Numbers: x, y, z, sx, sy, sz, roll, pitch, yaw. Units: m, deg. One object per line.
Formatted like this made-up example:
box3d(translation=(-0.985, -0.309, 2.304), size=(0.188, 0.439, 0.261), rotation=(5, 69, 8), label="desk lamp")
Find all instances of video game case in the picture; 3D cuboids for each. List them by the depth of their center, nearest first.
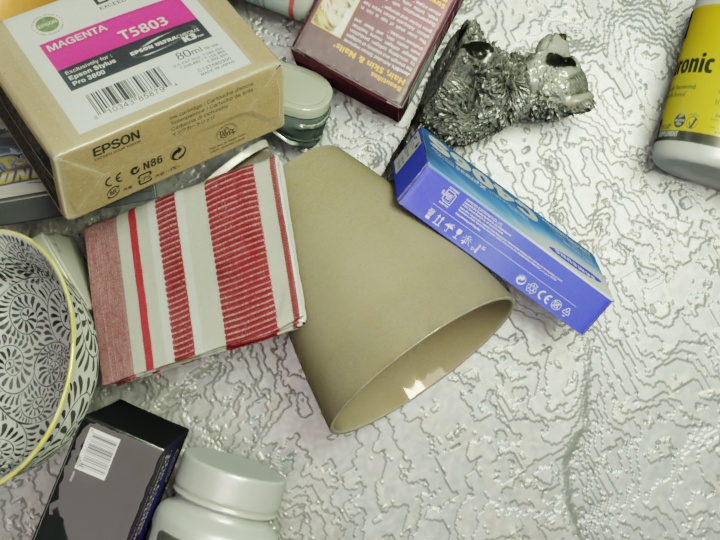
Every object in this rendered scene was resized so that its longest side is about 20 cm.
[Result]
box3d(translation=(-0.277, -0.099, 0.981), size=(0.197, 0.182, 0.026), rotation=(-10, 126, -9), label="video game case")

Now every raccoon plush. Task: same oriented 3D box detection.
box3d(translation=(0.116, -0.127, 1.038), size=(0.133, 0.097, 0.201), rotation=(27, 119, -10), label="raccoon plush")

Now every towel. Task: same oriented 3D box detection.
box3d(translation=(-0.139, 0.002, 0.965), size=(0.198, 0.023, 0.146), rotation=(-18, 73, 22), label="towel")

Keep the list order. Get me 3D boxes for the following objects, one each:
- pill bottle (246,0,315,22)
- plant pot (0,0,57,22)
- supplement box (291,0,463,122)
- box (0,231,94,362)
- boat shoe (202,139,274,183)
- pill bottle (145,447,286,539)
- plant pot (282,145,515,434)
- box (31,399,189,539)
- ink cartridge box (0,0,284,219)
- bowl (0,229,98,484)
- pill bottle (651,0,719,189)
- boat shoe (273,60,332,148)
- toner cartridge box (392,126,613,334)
box3d(translation=(-0.117, -0.301, 1.020), size=(0.197, 0.109, 0.110), rotation=(22, 89, 3), label="pill bottle")
box3d(translation=(-0.314, -0.288, 0.983), size=(0.197, 0.200, 0.187), rotation=(3, 90, 2), label="plant pot")
box3d(translation=(0.033, -0.248, 1.024), size=(0.109, 0.086, 0.202), rotation=(28, 89, 2), label="supplement box")
box3d(translation=(-0.330, 0.051, 1.025), size=(0.198, 0.095, 0.078), rotation=(-32, 89, 2), label="box")
box3d(translation=(-0.140, -0.030, 1.031), size=(0.200, 0.072, 0.060), rotation=(-44, 84, 5), label="boat shoe")
box3d(translation=(-0.136, 0.263, 1.001), size=(0.111, 0.113, 0.203), rotation=(17, 90, 2), label="pill bottle")
box3d(translation=(0.000, 0.000, 0.985), size=(0.186, 0.187, 0.201), rotation=(-34, 74, 1), label="plant pot")
box3d(translation=(-0.224, 0.222, 0.991), size=(0.078, 0.141, 0.203), rotation=(22, 89, -2), label="box")
box3d(translation=(-0.184, -0.152, 0.934), size=(0.198, 0.076, 0.165), rotation=(-27, 58, -22), label="ink cartridge box")
box3d(translation=(-0.272, 0.077, 0.920), size=(0.198, 0.094, 0.204), rotation=(-7, 74, 26), label="bowl")
box3d(translation=(0.328, -0.176, 0.999), size=(0.110, 0.111, 0.203), rotation=(17, 88, 2), label="pill bottle")
box3d(translation=(-0.119, -0.161, 1.034), size=(0.197, 0.062, 0.073), rotation=(20, 52, 11), label="boat shoe")
box3d(translation=(0.118, -0.034, 0.980), size=(0.199, 0.095, 0.043), rotation=(35, 111, -16), label="toner cartridge box")
